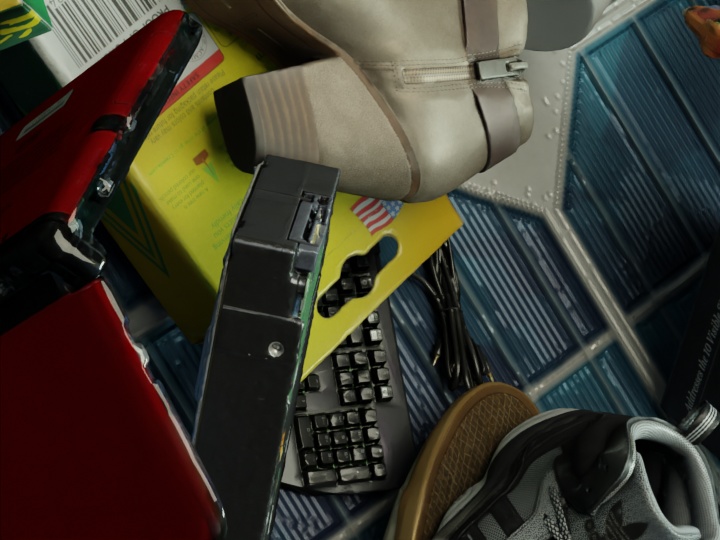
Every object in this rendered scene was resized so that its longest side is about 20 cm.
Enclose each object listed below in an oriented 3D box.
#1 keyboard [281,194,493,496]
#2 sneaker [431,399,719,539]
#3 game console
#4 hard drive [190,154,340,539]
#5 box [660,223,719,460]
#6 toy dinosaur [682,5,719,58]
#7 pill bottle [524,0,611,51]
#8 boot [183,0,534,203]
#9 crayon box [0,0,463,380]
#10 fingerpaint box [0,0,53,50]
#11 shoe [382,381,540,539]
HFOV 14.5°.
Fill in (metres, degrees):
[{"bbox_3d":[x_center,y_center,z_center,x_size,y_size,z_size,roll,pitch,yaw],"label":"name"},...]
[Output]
[{"bbox_3d":[0.000,0.000,1.272,0.127,0.021,0.201,-3,78,-32],"label":"keyboard"},{"bbox_3d":[0.077,0.124,1.160,0.076,0.114,0.200,47,54,-15],"label":"sneaker"},{"bbox_3d":[-0.103,0.022,1.091,0.119,0.200,0.173,37,60,-17],"label":"game console"},{"bbox_3d":[-0.046,0.066,1.103,0.038,0.140,0.201,12,106,0],"label":"hard drive"},{"bbox_3d":[0.261,0.030,1.270,0.124,0.201,0.196,-26,54,-37],"label":"box"},{"bbox_3d":[0.210,-0.181,1.388,0.105,0.200,0.182,19,33,-9],"label":"toy dinosaur"},{"bbox_3d":[0.115,-0.204,1.350,0.114,0.114,0.200,42,58,-14],"label":"pill bottle"},{"bbox_3d":[0.000,-0.126,1.187,0.146,0.070,0.201,-12,97,-32],"label":"boot"},{"bbox_3d":[-0.059,-0.060,1.210,0.127,0.051,0.200,-42,105,-29],"label":"crayon box"},{"bbox_3d":[-0.232,-0.162,1.101,0.166,0.073,0.201,-20,84,2],"label":"fingerpaint box"},{"bbox_3d":[0.028,0.137,1.227,0.070,0.053,0.201,35,58,-24],"label":"shoe"}]
